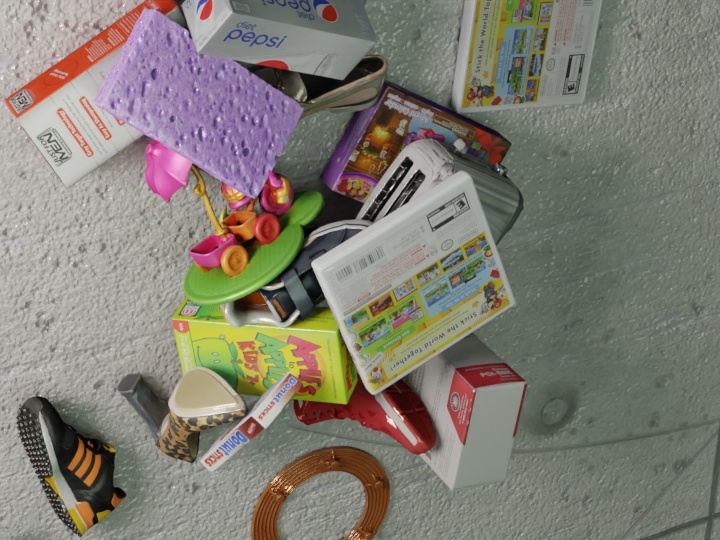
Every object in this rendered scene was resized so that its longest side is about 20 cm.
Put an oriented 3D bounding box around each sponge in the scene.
[{"bbox_3d":[-0.161,-0.168,1.554,0.199,0.030,0.112,31,82,-31],"label":"sponge"}]

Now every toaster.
[{"bbox_3d":[0.081,-0.055,1.752,0.129,0.114,0.200,27,106,-33],"label":"toaster"}]

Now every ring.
[{"bbox_3d":[-0.048,0.321,2.002,0.199,0.019,0.202,-14,123,-22],"label":"ring"}]

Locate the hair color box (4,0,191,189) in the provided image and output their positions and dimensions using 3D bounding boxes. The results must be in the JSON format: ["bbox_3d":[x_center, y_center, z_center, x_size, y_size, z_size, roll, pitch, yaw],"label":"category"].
[{"bbox_3d":[-0.254,-0.187,1.575,0.200,0.061,0.102,-36,127,-7],"label":"hair color box"}]

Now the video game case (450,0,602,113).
[{"bbox_3d":[0.200,-0.286,1.789,0.181,0.023,0.201,-7,121,-25],"label":"video game case"}]

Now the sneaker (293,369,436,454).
[{"bbox_3d":[-0.003,0.169,1.849,0.116,0.200,0.078,-48,155,18],"label":"sneaker"}]

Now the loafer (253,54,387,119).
[{"bbox_3d":[-0.061,-0.201,1.656,0.199,0.072,0.063,-15,159,-28],"label":"loafer"}]

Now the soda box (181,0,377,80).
[{"bbox_3d":[-0.081,-0.252,1.567,0.199,0.064,0.068,4,145,-43],"label":"soda box"}]

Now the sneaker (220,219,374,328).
[{"bbox_3d":[-0.063,0.012,1.678,0.199,0.080,0.079,-22,122,16],"label":"sneaker"}]

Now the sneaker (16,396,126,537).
[{"bbox_3d":[-0.330,0.211,1.765,0.090,0.070,0.201,-33,129,-27],"label":"sneaker"}]

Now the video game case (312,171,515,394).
[{"bbox_3d":[0.062,0.015,1.678,0.199,0.023,0.183,-32,123,-13],"label":"video game case"}]

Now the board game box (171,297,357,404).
[{"bbox_3d":[-0.109,0.091,1.745,0.199,0.048,0.102,4,123,17],"label":"board game box"}]

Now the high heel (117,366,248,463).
[{"bbox_3d":[-0.175,0.179,1.756,0.072,0.199,0.143,-57,131,-30],"label":"high heel"}]

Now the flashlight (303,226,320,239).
[{"bbox_3d":[0.000,0.000,1.796,0.200,0.068,0.068,28,57,-46],"label":"flashlight"}]

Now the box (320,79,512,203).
[{"bbox_3d":[0.067,-0.130,1.795,0.199,0.039,0.137,19,107,-35],"label":"box"}]

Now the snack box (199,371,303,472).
[{"bbox_3d":[-0.126,0.174,1.734,0.024,0.200,0.072,43,59,-2],"label":"snack box"}]

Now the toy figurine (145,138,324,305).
[{"bbox_3d":[-0.150,-0.096,1.657,0.200,0.150,0.185,-44,122,-27],"label":"toy figurine"}]

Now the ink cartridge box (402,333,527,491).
[{"bbox_3d":[0.107,0.152,1.876,0.082,0.200,0.148,-6,120,-29],"label":"ink cartridge box"}]
